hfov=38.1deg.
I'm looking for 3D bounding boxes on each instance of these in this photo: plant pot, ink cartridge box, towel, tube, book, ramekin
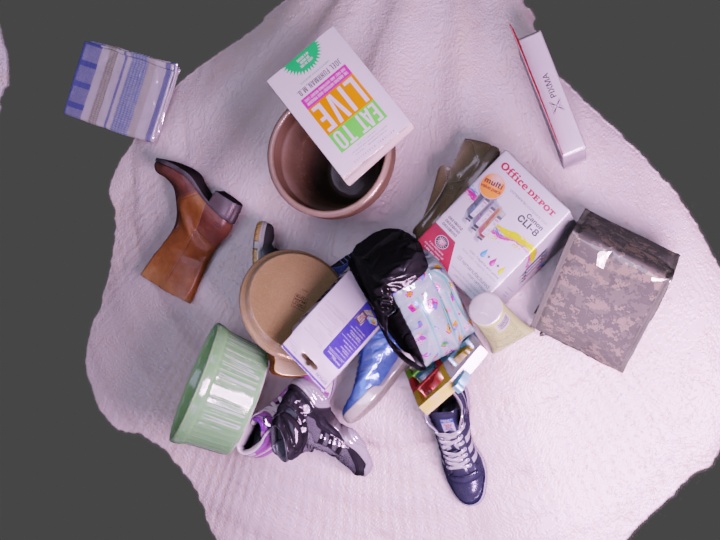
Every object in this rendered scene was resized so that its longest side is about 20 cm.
[{"bbox_3d":[-0.030,-0.170,1.664,0.198,0.175,0.203,-2,83,13],"label":"plant pot"},{"bbox_3d":[0.214,-0.055,1.605,0.200,0.145,0.145,-46,72,5],"label":"ink cartridge box"},{"bbox_3d":[0.290,-0.270,1.594,0.044,0.176,0.202,-21,80,10],"label":"ink cartridge box"},{"bbox_3d":[-0.426,-0.320,1.857,0.198,0.024,0.148,18,91,17],"label":"towel"},{"bbox_3d":[0.209,0.084,1.568,0.057,0.200,0.052,11,76,25],"label":"tube"},{"bbox_3d":[-0.030,-0.248,1.563,0.133,0.048,0.201,-39,75,4],"label":"book"},{"bbox_3d":[-0.031,0.081,1.595,0.100,0.039,0.200,47,67,-9],"label":"ink cartridge box"},{"bbox_3d":[-0.223,0.194,1.664,0.097,0.200,0.202,23,90,-11],"label":"ramekin"}]

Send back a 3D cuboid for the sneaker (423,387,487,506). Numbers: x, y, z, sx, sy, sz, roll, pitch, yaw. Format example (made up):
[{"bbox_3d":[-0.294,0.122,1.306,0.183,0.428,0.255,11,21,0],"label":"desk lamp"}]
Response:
[{"bbox_3d":[0.146,0.267,1.609,0.069,0.108,0.202,-12,82,13],"label":"sneaker"}]

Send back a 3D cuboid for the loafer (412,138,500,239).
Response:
[{"bbox_3d":[0.144,-0.127,1.672,0.067,0.076,0.201,37,84,15],"label":"loafer"}]

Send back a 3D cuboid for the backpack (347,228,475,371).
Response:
[{"bbox_3d":[0.080,0.048,1.537,0.126,0.167,0.201,-29,118,0],"label":"backpack"}]

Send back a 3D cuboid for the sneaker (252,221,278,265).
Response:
[{"bbox_3d":[-0.135,0.017,1.734,0.087,0.076,0.202,-5,85,-3],"label":"sneaker"}]

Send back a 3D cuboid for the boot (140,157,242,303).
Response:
[{"bbox_3d":[-0.319,-0.073,1.798,0.187,0.068,0.201,33,100,7],"label":"boot"}]

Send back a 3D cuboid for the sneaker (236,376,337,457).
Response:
[{"bbox_3d":[-0.120,0.227,1.678,0.073,0.114,0.201,41,94,16],"label":"sneaker"}]

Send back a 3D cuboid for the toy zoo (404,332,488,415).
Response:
[{"bbox_3d":[0.130,0.145,1.585,0.020,0.200,0.131,43,97,-12],"label":"toy zoo"}]

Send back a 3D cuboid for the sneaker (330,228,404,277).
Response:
[{"bbox_3d":[0.000,0.000,1.700,0.199,0.078,0.071,-37,79,30],"label":"sneaker"}]

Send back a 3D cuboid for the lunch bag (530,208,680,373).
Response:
[{"bbox_3d":[0.363,0.039,1.570,0.163,0.118,0.201,27,121,11],"label":"lunch bag"}]

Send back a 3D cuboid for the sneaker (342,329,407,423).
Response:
[{"bbox_3d":[0.011,0.139,1.672,0.111,0.077,0.201,38,94,13],"label":"sneaker"}]

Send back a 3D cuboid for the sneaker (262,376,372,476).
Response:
[{"bbox_3d":[-0.072,0.272,1.639,0.114,0.075,0.201,-44,108,-22],"label":"sneaker"}]

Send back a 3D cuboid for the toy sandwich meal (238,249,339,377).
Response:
[{"bbox_3d":[-0.104,0.067,1.642,0.203,0.070,0.207,8,66,-19],"label":"toy sandwich meal"}]
